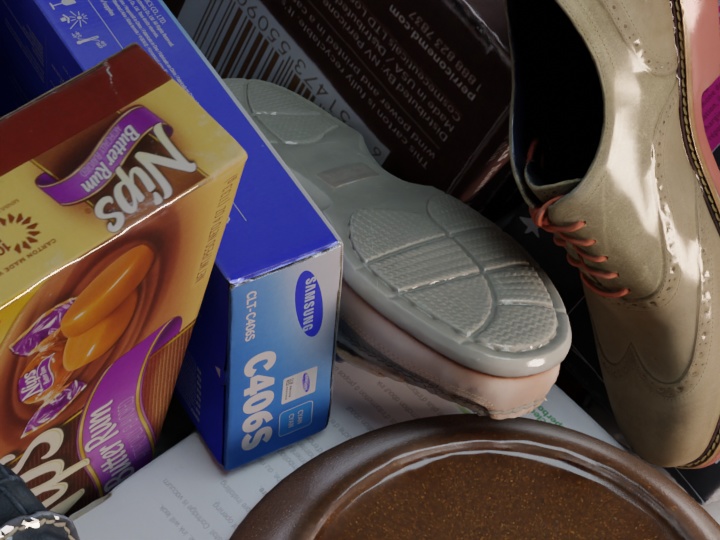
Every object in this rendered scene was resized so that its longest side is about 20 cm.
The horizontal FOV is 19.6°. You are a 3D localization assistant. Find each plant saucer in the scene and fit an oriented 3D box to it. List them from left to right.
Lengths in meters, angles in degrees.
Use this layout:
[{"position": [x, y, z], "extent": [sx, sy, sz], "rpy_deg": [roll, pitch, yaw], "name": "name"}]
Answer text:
[{"position": [0.046, 0.123, 0.654], "extent": [0.198, 0.032, 0.201], "rpy_deg": [4, 53, -6], "name": "plant saucer"}]

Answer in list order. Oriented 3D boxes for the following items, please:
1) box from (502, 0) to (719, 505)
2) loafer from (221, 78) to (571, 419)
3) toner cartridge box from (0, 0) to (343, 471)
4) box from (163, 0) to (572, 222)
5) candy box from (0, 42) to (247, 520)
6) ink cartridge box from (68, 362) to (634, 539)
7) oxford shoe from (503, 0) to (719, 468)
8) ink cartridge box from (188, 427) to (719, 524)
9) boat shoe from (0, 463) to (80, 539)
[{"position": [0.166, -0.031, 0.777], "extent": [0.132, 0.200, 0.115], "rpy_deg": [46, 21, 17], "name": "box"}, {"position": [0.000, 0.000, 0.734], "extent": [0.071, 0.063, 0.200], "rpy_deg": [-12, 37, -35], "name": "loafer"}, {"position": [-0.074, -0.036, 0.731], "extent": [0.043, 0.095, 0.200], "rpy_deg": [-21, 53, -21], "name": "toner cartridge box"}, {"position": [0.045, -0.128, 0.828], "extent": [0.200, 0.164, 0.166], "rpy_deg": [-34, 77, -34], "name": "box"}, {"position": [-0.111, 0.034, 0.642], "extent": [0.056, 0.201, 0.116], "rpy_deg": [44, 54, 17], "name": "candy box"}, {"position": [0.018, 0.118, 0.700], "extent": [0.199, 0.047, 0.198], "rpy_deg": [-34, 64, -26], "name": "ink cartridge box"}, {"position": [0.080, -0.019, 0.692], "extent": [0.074, 0.070, 0.202], "rpy_deg": [-25, 111, -35], "name": "oxford shoe"}, {"position": [0.024, 0.113, 0.761], "extent": [0.199, 0.050, 0.162], "rpy_deg": [25, 53, 16], "name": "ink cartridge box"}, {"position": [-0.149, 0.144, 0.597], "extent": [0.062, 0.201, 0.075], "rpy_deg": [42, 14, 34], "name": "boat shoe"}]
